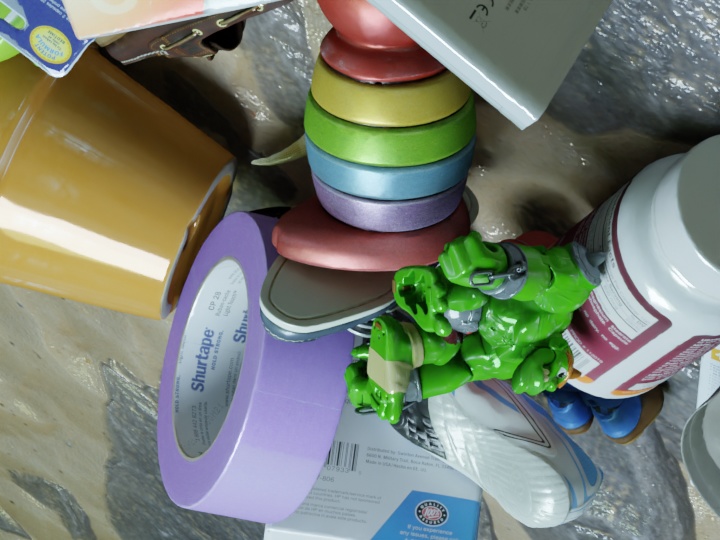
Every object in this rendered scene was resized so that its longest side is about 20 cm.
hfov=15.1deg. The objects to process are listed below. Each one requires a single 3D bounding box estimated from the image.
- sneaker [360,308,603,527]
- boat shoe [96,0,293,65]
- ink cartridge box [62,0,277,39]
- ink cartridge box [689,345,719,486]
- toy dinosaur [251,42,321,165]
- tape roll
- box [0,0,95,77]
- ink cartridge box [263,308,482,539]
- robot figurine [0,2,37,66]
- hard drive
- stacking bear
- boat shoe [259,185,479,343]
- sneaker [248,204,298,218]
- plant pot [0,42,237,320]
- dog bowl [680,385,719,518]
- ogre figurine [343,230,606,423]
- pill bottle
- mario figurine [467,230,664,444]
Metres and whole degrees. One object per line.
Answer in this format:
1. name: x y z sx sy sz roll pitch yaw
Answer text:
1. sneaker: 0.079 0.098 1.833 0.200 0.072 0.072 42 119 19
2. boat shoe: -0.104 -0.168 1.744 0.070 0.071 0.200 45 150 -14
3. ink cartridge box: -0.120 -0.242 1.559 0.161 0.050 0.201 -9 118 23
4. ink cartridge box: 0.316 0.112 1.783 0.195 0.043 0.201 23 146 19
5. toy dinosaur: 0.004 -0.105 1.769 0.101 0.058 0.200 46 145 7
6. tape roll: -0.072 0.065 1.808 0.065 0.201 0.200 13 158 -22
7. box: -0.168 -0.226 1.633 0.121 0.032 0.200 37 110 -13
8. ink cartridge box: 0.015 0.116 1.895 0.144 0.201 0.084 9 151 -1
9. robot figurine: -0.270 -0.208 1.736 0.115 0.176 0.200 -27 140 21
10. hard drive: 0.047 -0.189 1.489 0.200 0.132 0.026 39 152 -10
11. stacking bear: 0.014 -0.112 1.634 0.113 0.121 0.201 13 123 21
12. boat shoe: 0.000 0.000 1.714 0.075 0.200 0.062 37 133 11
13. sneaker: -0.007 -0.035 1.880 0.199 0.072 0.083 11 124 32
14. plant pot: -0.192 -0.059 1.877 0.182 0.201 0.200 25 151 5
15. dog bowl: 0.305 0.124 1.714 0.199 0.059 0.201 24 149 16
16. ogre figurine: 0.073 0.028 1.638 0.201 0.119 0.098 106 147 -42
17. pill bottle: 0.190 -0.003 1.655 0.114 0.114 0.200 36 151 -6
18. mario figurine: 0.141 0.033 1.830 0.123 0.106 0.200 -22 141 14
